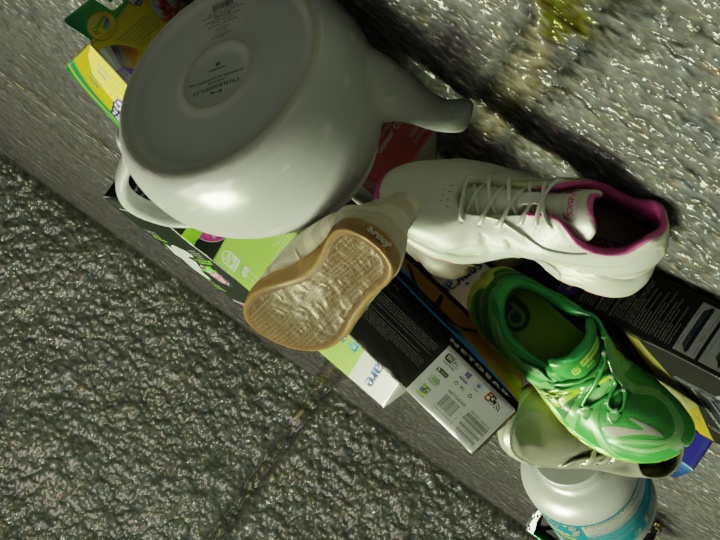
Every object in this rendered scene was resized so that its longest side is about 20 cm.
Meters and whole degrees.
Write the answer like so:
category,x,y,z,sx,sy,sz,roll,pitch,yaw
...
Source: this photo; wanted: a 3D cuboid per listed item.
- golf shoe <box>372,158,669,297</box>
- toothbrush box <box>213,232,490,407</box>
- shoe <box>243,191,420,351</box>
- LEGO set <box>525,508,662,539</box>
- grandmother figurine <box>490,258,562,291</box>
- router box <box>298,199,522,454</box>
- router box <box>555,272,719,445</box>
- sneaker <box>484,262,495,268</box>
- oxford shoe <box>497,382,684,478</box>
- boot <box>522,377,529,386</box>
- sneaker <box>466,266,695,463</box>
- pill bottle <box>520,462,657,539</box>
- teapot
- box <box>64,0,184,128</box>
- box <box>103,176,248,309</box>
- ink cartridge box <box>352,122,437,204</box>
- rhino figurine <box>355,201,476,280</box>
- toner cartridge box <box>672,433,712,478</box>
category,x,y,z,sx,sy,sz,roll,pitch,yaw
golf shoe,0.110,-0.041,1.136,0.199,0.076,0.092,11,161,-7
toothbrush box,0.000,0.000,1.481,0.200,0.086,0.146,42,-143,13
shoe,-0.018,0.002,1.162,0.070,0.053,0.200,38,148,-10
LEGO set,0.317,0.314,2.242,0.200,0.116,0.154,36,-159,20
grandmother figurine,0.144,0.021,1.366,0.200,0.060,0.121,55,-176,-35
router box,0.034,0.034,1.290,0.200,0.051,0.149,44,-168,-2
router box,0.254,0.073,1.317,0.157,0.052,0.200,29,169,38
sneaker,0.116,0.023,1.567,0.200,0.076,0.077,29,-168,33
oxford shoe,0.186,0.127,1.355,0.200,0.075,0.058,14,-174,-42
boot,0.147,0.118,1.582,0.138,0.078,0.200,8,175,39
sneaker,0.161,0.075,1.270,0.200,0.074,0.084,38,176,-3
pill bottle,0.215,0.198,1.637,0.111,0.111,0.200,31,169,27
teapot,-0.062,-0.094,1.195,0.200,0.198,0.146,32,172,43
box,-0.153,-0.146,1.410,0.048,0.117,0.200,-31,104,41
box,-0.111,-0.064,1.647,0.200,0.149,0.124,40,168,-26
ink cartridge box,-0.040,-0.127,1.333,0.200,0.068,0.116,33,171,7
rhino figurine,0.020,-0.057,1.421,0.200,0.060,0.087,33,-167,4
toner cartridge box,0.238,0.122,1.653,0.200,0.043,0.095,35,170,7
